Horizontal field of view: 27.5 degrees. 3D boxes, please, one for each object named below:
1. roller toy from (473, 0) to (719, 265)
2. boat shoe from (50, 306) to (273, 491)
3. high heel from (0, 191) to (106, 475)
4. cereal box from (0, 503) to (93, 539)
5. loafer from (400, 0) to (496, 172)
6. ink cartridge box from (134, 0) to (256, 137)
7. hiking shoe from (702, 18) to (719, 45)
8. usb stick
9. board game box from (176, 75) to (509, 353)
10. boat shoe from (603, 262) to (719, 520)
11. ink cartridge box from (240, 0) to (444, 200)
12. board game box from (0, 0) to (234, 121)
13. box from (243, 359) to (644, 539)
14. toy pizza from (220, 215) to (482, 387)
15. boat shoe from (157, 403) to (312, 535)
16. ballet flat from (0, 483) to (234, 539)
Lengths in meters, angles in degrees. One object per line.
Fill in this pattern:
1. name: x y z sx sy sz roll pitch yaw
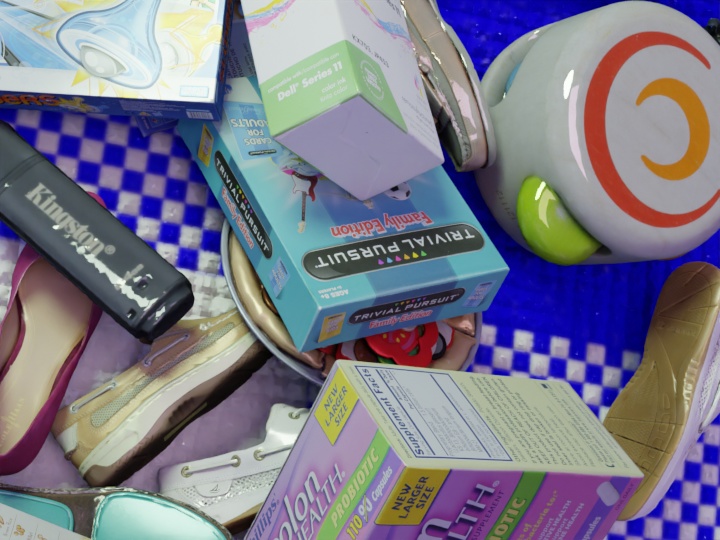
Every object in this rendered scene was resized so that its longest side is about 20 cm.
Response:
1. roller toy: 0.180 -0.097 1.081 0.199 0.140 0.184 -3 89 -29
2. boat shoe: -0.122 0.059 0.992 0.200 0.072 0.076 -38 79 -24
3. high heel: -0.200 0.037 0.948 0.067 0.096 0.201 18 76 -16
4. cereal box: -0.223 0.208 0.900 0.199 0.144 0.040 26 31 -14
5. loafer: 0.033 -0.158 1.044 0.063 0.072 0.201 -19 83 -16
6. ink cartridge box: -0.086 -0.184 1.053 0.199 0.042 0.120 -23 90 -20
7. hiking shoe: 0.339 -0.140 1.171 0.199 0.087 0.075 16 77 -17
8. usb stick: -0.192 -0.030 0.954 0.200 0.033 0.055 39 58 16
9. board game box: -0.014 -0.050 0.990 0.150 0.047 0.201 -11 55 -32
10. boat shoe: 0.240 0.098 1.103 0.069 0.071 0.201 26 87 -41
11. ink cartridge box: -0.020 -0.160 0.947 0.117 0.067 0.201 31 39 -55
12. board game box: -0.184 -0.173 0.974 0.198 0.034 0.136 3 74 4
13. box: 0.047 0.161 0.935 0.199 0.097 0.177 9 120 -36
14. toy pizza: 0.000 0.000 1.014 0.199 0.032 0.201 16 50 -19
15. boat shoe: -0.043 0.121 0.989 0.199 0.071 0.070 -21 76 -4
16. ballet flat: -0.178 0.173 0.946 0.198 0.075 0.068 9 68 -6
